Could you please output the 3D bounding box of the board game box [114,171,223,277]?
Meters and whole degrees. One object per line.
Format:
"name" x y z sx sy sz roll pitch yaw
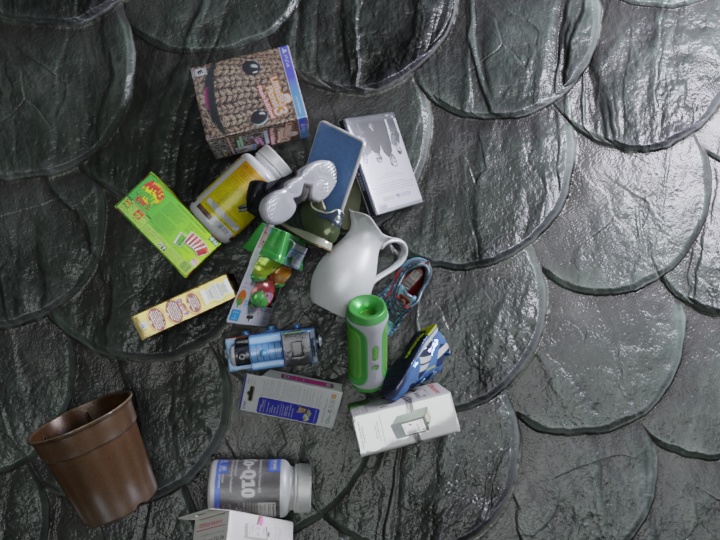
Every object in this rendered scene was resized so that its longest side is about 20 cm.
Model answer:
"board game box" -0.385 -0.091 1.390 0.102 0.048 0.200 -44 94 -3

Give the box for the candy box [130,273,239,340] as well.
"candy box" -0.339 0.069 1.360 0.200 0.117 0.057 -26 92 -4

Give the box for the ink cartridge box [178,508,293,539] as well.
"ink cartridge box" -0.241 0.511 1.320 0.200 0.116 0.068 28 47 -37

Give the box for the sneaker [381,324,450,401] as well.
"sneaker" 0.119 0.198 1.389 0.082 0.074 0.200 52 56 -13

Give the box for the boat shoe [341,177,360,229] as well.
"boat shoe" -0.048 -0.184 1.413 0.074 0.063 0.202 -19 104 -44

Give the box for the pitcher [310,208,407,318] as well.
"pitcher" 0.000 0.000 1.395 0.171 0.121 0.200 28 88 -31

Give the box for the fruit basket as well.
"fruit basket" -0.178 0.015 1.342 0.094 0.185 0.200 15 86 17

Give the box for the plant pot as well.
"plant pot" -0.499 0.366 1.319 0.200 0.200 0.199 -20 99 -4

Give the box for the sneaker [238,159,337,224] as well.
"sneaker" -0.140 -0.156 1.298 0.200 0.114 0.076 -39 126 -36

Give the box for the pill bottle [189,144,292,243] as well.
"pill bottle" -0.234 -0.156 1.371 0.200 0.109 0.109 -44 93 -3

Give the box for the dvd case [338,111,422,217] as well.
"dvd case" 0.044 -0.217 1.394 0.150 0.025 0.200 -20 92 -44

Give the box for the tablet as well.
"tablet" -0.065 -0.183 1.362 0.130 0.014 0.200 33 112 34

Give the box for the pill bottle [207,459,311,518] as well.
"pill bottle" -0.198 0.436 1.374 0.200 0.114 0.114 0 90 -5

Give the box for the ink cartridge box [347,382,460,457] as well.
"ink cartridge box" 0.083 0.295 1.380 0.200 0.146 0.084 -13 90 -5

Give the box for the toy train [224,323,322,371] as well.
"toy train" -0.175 0.156 1.374 0.200 0.114 0.087 -7 90 -5

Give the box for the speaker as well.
"speaker" 0.013 0.147 1.359 0.088 0.089 0.200 -4 127 -5

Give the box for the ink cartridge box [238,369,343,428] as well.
"ink cartridge box" -0.141 0.259 1.400 0.200 0.037 0.095 12 116 -7

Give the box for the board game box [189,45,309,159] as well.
"board game box" -0.217 -0.332 1.364 0.200 0.097 0.160 -15 79 -4

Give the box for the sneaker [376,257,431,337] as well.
"sneaker" 0.076 0.056 1.404 0.079 0.096 0.200 32 88 -3

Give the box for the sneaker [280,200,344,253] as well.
"sneaker" -0.104 -0.108 1.356 0.067 0.200 0.090 26 92 -46
